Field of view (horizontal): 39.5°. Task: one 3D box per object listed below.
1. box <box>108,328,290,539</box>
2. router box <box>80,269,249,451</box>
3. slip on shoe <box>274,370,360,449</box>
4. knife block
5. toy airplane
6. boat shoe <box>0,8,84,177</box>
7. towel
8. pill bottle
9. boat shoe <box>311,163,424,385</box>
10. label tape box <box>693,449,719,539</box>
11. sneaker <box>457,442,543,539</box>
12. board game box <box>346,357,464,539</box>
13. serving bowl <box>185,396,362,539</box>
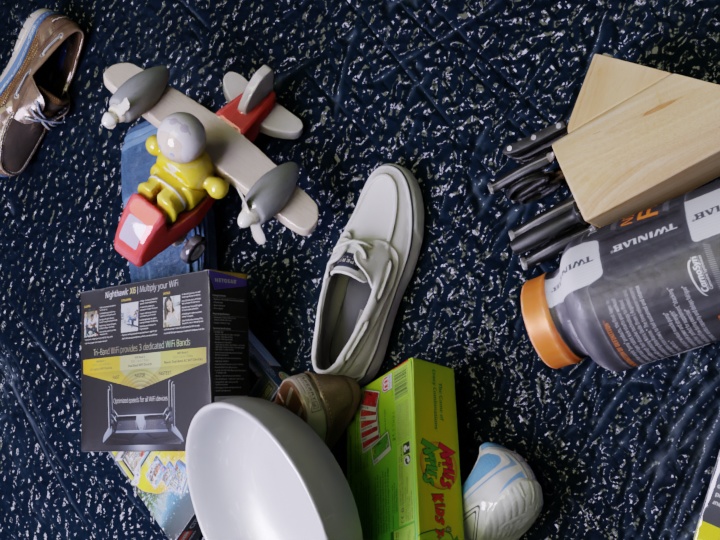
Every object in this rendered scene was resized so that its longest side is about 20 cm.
[{"bbox_3d":[-0.161,0.148,0.997,0.137,0.037,0.201,44,107,29],"label":"box"},{"bbox_3d":[-0.190,0.091,0.955,0.197,0.052,0.161,-8,81,40],"label":"router box"},{"bbox_3d":[-0.058,0.154,0.899,0.077,0.060,0.201,58,143,28],"label":"slip on shoe"},{"bbox_3d":[0.202,-0.066,0.775,0.198,0.064,0.179,23,97,32],"label":"knife block"},{"bbox_3d":[-0.144,-0.115,0.937,0.196,0.141,0.203,-8,76,5],"label":"toy airplane"},{"bbox_3d":[-0.377,-0.200,1.158,0.072,0.072,0.204,22,96,31],"label":"boat shoe"},{"bbox_3d":[-0.204,-0.059,1.044,0.110,0.048,0.204,-14,77,31],"label":"towel"},{"bbox_3d":[0.217,0.009,0.730,0.197,0.106,0.108,-23,72,28],"label":"pill bottle"},{"bbox_3d":[0.000,0.000,0.891,0.071,0.065,0.204,18,90,34],"label":"boat shoe"},{"bbox_3d":[0.314,0.157,0.675,0.142,0.063,0.204,20,98,33],"label":"label tape box"},{"bbox_3d":[0.081,0.232,0.823,0.202,0.071,0.073,-60,31,17],"label":"sneaker"},{"bbox_3d":[0.034,0.186,0.809,0.101,0.047,0.204,-37,44,47],"label":"board game box"},{"bbox_3d":[-0.061,0.191,0.808,0.198,0.065,0.204,26,126,42],"label":"serving bowl"}]
